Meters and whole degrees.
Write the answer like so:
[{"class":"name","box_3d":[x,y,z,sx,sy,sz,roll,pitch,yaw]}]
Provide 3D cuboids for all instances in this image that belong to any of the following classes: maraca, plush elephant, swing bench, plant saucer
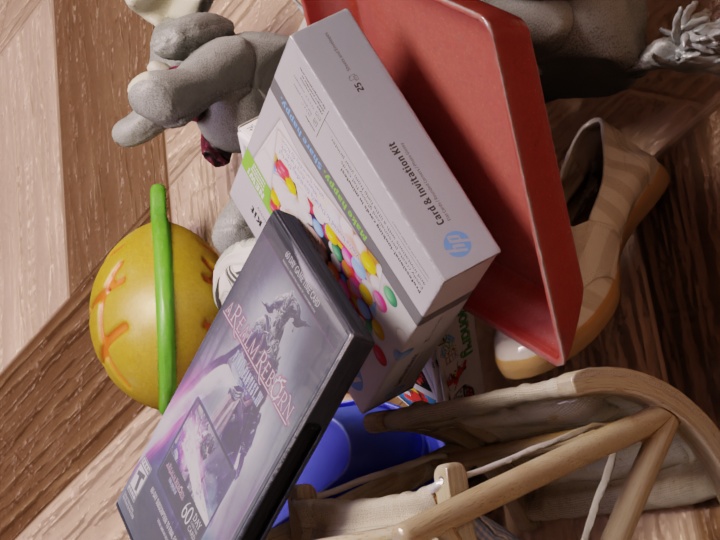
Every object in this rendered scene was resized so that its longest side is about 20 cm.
[{"class":"maraca","box_3d":[-0.143,0.021,1.901,0.200,0.106,0.138,-101,13,-60]},{"class":"plush elephant","box_3d":[-0.110,-0.130,1.868,0.154,0.165,0.200,7,53,46]},{"class":"swing bench","box_3d":[0.063,0.135,1.400,0.200,0.130,0.199,-43,14,-32]},{"class":"plant saucer","box_3d":[0.045,-0.072,1.368,0.200,0.037,0.201,33,144,53]},{"class":"plush elephant","box_3d":[0.114,-0.185,1.488,0.165,0.199,0.156,57,-146,-69]}]

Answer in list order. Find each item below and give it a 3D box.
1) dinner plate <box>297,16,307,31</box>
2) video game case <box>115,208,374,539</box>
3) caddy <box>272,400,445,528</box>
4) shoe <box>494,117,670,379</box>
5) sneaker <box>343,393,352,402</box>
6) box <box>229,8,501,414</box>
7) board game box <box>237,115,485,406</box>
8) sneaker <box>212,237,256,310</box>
[{"class":"dinner plate","box_3d":[0.001,-0.186,1.570,0.201,0.024,0.200,-60,7,12]},{"class":"video game case","box_3d":[-0.066,0.085,1.411,0.201,0.019,0.143,-62,29,18]},{"class":"caddy","box_3d":[-0.028,0.165,1.578,0.200,0.105,0.142,-36,73,23]},{"class":"shoe","box_3d":[0.113,-0.014,1.442,0.070,0.054,0.200,-19,25,36]},{"class":"sneaker","box_3d":[-0.005,0.101,1.668,0.199,0.080,0.074,22,116,42]},{"class":"box","box_3d":[-0.003,-0.028,1.426,0.156,0.041,0.200,59,159,13]},{"class":"board game box","box_3d":[0.000,0.000,1.584,0.200,0.034,0.127,40,150,43]},{"class":"sneaker","box_3d":[-0.041,0.023,1.758,0.200,0.075,0.088,-23,57,54]}]
